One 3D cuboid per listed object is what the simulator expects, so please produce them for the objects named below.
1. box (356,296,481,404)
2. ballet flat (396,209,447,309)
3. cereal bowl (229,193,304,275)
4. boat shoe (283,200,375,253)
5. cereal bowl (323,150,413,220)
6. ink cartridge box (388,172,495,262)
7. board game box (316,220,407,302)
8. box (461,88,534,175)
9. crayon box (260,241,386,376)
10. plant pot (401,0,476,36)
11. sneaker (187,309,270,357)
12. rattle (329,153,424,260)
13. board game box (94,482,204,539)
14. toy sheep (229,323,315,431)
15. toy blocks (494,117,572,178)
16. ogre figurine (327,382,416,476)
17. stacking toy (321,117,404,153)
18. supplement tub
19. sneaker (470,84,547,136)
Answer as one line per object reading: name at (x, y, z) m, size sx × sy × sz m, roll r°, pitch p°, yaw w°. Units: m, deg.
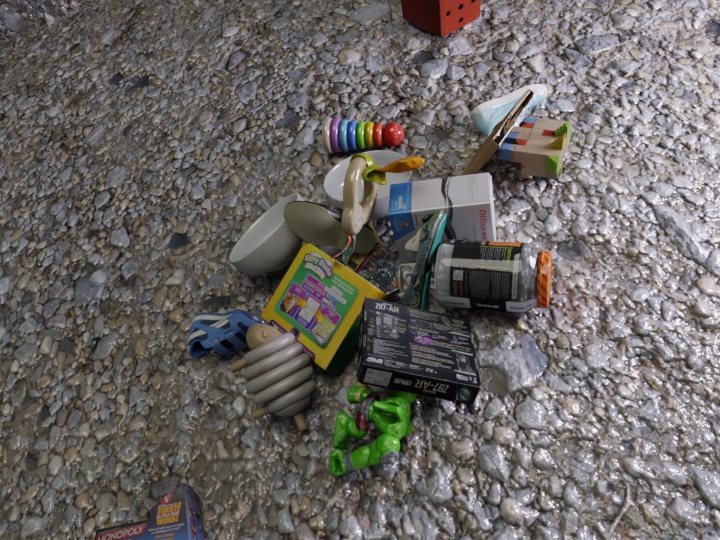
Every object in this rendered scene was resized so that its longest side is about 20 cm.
box at (0.094, 0.130, 1.018) m, size 0.194 × 0.044 × 0.162 m, roll 12°, pitch 37°, yaw -8°
ballet flat at (0.106, -0.016, 1.127) m, size 0.073 × 0.074 × 0.206 m, roll 18°, pitch 101°, yaw 30°
cereal bowl at (-0.176, -0.063, 1.282) m, size 0.198 × 0.083 × 0.201 m, roll -37°, pitch 22°, yaw 18°
boat shoe at (-0.064, -0.090, 1.208) m, size 0.075 × 0.197 × 0.063 m, roll -63°, pitch 26°, yaw 20°
cereal bowl at (0.023, -0.173, 1.331) m, size 0.194 × 0.085 × 0.203 m, roll -10°, pitch 39°, yaw 8°
ink cartridge box at (0.163, -0.100, 1.194) m, size 0.194 × 0.146 × 0.086 m, roll -5°, pitch 50°, yaw 14°
board game box at (0.000, 0.000, 1.240) m, size 0.133 × 0.035 × 0.202 m, roll -25°, pitch 49°, yaw -3°
box at (0.272, -0.264, 1.272) m, size 0.021 × 0.200 × 0.165 m, roll 36°, pitch 65°, yaw -1°
crayon box at (-0.072, 0.067, 1.156) m, size 0.198 × 0.058 × 0.175 m, roll 32°, pitch 89°, yaw 36°
plant pot at (0.235, -0.781, 1.706) m, size 0.197 × 0.201 × 0.178 m, roll -29°, pitch 59°, yaw -7°
sneaker at (-0.257, 0.128, 1.188) m, size 0.196 × 0.074 × 0.084 m, roll -9°, pitch 50°, yaw 32°
rattle at (0.030, -0.107, 1.128) m, size 0.139 × 0.131 × 0.205 m, roll 11°, pitch 73°, yaw 5°
board game box at (-0.322, 0.450, 0.960) m, size 0.194 × 0.062 × 0.203 m, roll -13°, pitch 48°, yaw 8°
toy sheep at (-0.144, 0.187, 1.073) m, size 0.135 × 0.138 × 0.204 m, roll -27°, pitch 90°, yaw -6°
toy blocks at (0.362, -0.263, 1.288) m, size 0.133 × 0.102 × 0.201 m, roll 12°, pitch 43°, yaw 22°
ogre figurine at (0.026, 0.238, 0.996) m, size 0.117 × 0.100 × 0.201 m, roll 2°, pitch 38°, yaw 33°
stacking toy at (0.009, -0.330, 1.480) m, size 0.194 × 0.086 × 0.087 m, roll 0°, pitch 51°, yaw 13°
supplement tub at (0.238, 0.010, 1.094) m, size 0.195 × 0.124 × 0.125 m, roll 4°, pitch 53°, yaw 21°
sneaker at (0.352, -0.358, 1.408) m, size 0.196 × 0.074 × 0.084 m, roll -23°, pitch 77°, yaw -7°
